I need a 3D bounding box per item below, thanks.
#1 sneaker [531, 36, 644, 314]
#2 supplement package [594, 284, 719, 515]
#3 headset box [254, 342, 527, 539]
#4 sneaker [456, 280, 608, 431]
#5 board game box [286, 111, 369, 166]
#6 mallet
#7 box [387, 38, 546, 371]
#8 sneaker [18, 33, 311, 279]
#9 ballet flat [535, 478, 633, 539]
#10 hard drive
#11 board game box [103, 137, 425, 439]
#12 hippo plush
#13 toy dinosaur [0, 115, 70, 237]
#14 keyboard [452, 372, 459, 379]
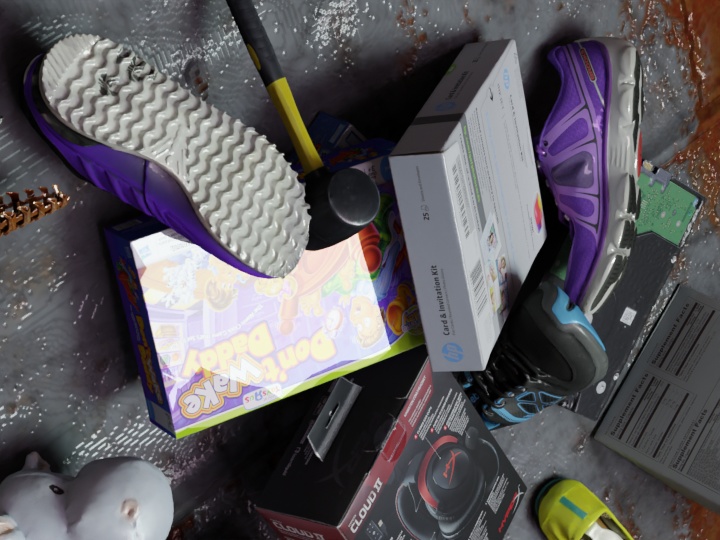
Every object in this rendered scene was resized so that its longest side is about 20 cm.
[{"bbox_3d":[0.161,-0.069,1.433,0.081,0.083,0.200,14,78,-74],"label":"sneaker"},{"bbox_3d":[0.332,0.133,1.600,0.152,0.200,0.151,33,86,-45],"label":"supplement package"},{"bbox_3d":[0.022,0.149,1.350,0.149,0.075,0.200,-61,139,-25],"label":"headset box"},{"bbox_3d":[0.114,0.072,1.368,0.082,0.073,0.200,-31,165,-16],"label":"sneaker"},{"bbox_3d":[0.000,0.000,1.365,0.135,0.034,0.200,-56,134,-7],"label":"board game box"},{"bbox_3d":[-0.054,-0.105,1.214,0.041,0.066,0.200,-22,80,-33],"label":"mallet"},{"bbox_3d":[0.077,-0.048,1.323,0.200,0.041,0.156,-57,140,-57],"label":"box"},{"bbox_3d":[-0.121,-0.065,1.174,0.200,0.099,0.070,40,66,-22],"label":"sneaker"},{"bbox_3d":[0.208,0.244,1.636,0.067,0.067,0.200,-50,133,-13],"label":"ballet flat"},{"bbox_3d":[0.176,0.006,1.520,0.140,0.038,0.200,24,94,-45],"label":"hard drive"},{"bbox_3d":[-0.052,0.009,1.265,0.200,0.045,0.135,-20,111,-24],"label":"board game box"},{"bbox_3d":[-0.173,0.189,1.257,0.200,0.159,0.161,-13,104,10],"label":"hippo plush"},{"bbox_3d":[-0.261,-0.043,1.099,0.200,0.102,0.136,-24,141,-53],"label":"toy dinosaur"},{"bbox_3d":[0.063,0.117,1.464,0.056,0.011,0.200,-36,141,-24],"label":"keyboard"}]
